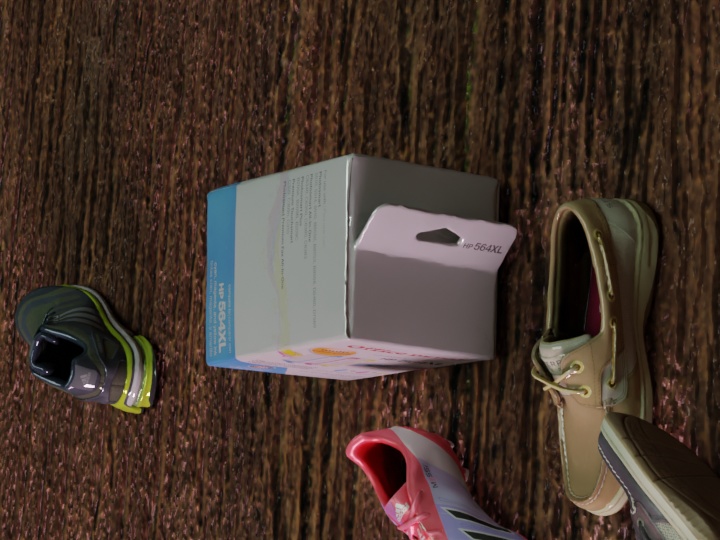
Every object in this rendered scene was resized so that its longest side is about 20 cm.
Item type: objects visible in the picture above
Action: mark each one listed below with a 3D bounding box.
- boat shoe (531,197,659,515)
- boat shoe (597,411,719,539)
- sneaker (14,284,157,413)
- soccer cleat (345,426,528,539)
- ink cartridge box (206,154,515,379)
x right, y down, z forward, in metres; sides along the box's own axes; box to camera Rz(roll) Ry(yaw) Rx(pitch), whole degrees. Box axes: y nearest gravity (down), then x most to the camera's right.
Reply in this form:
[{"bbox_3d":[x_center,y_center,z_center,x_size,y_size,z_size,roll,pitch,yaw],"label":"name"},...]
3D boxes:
[{"bbox_3d":[0.141,0.052,1.743,0.074,0.066,0.201,-8,77,55],"label":"boat shoe"},{"bbox_3d":[0.193,0.163,1.643,0.200,0.072,0.065,51,119,40],"label":"boat shoe"},{"bbox_3d":[-0.242,0.057,2.283,0.200,0.081,0.074,27,105,54],"label":"sneaker"},{"bbox_3d":[0.058,0.174,1.829,0.067,0.076,0.200,-63,39,25],"label":"soccer cleat"},{"bbox_3d":[0.000,0.000,1.889,0.200,0.128,0.126,-11,75,55],"label":"ink cartridge box"}]
